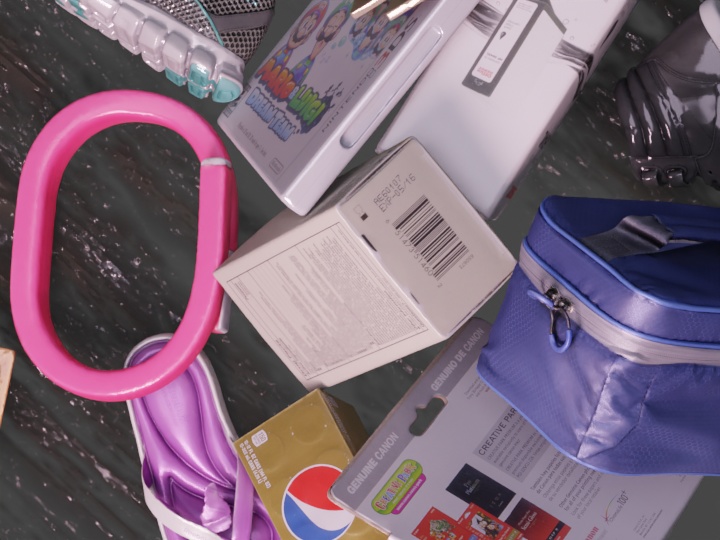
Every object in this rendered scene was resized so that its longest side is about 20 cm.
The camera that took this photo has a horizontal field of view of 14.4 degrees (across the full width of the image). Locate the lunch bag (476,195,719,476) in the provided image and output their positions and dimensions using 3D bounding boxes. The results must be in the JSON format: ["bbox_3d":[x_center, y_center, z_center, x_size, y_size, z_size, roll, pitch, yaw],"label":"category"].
[{"bbox_3d":[0.170,0.028,1.616,0.136,0.199,0.133,42,119,43],"label":"lunch bag"}]

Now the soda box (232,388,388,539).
[{"bbox_3d":[0.002,0.176,1.740,0.068,0.064,0.201,-33,68,11],"label":"soda box"}]

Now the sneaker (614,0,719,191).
[{"bbox_3d":[0.229,-0.059,1.745,0.099,0.071,0.201,-31,90,22],"label":"sneaker"}]

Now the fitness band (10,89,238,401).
[{"bbox_3d":[-0.151,-0.017,1.802,0.143,0.037,0.201,1,79,13],"label":"fitness band"}]

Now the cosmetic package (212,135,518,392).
[{"bbox_3d":[0.000,0.000,1.695,0.073,0.200,0.104,-43,98,-24],"label":"cosmetic package"}]

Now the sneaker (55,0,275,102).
[{"bbox_3d":[-0.140,-0.192,1.813,0.200,0.078,0.091,34,77,6],"label":"sneaker"}]

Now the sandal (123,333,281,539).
[{"bbox_3d":[-0.101,0.137,1.792,0.082,0.050,0.203,-29,81,7],"label":"sandal"}]

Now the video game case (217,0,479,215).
[{"bbox_3d":[-0.006,-0.133,1.724,0.024,0.200,0.182,37,94,-21],"label":"video game case"}]

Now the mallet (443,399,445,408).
[{"bbox_3d":[0.058,0.175,1.774,0.066,0.041,0.201,14,86,13],"label":"mallet"}]

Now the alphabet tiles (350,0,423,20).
[{"bbox_3d":[0.070,-0.221,1.687,0.166,0.200,0.006,-29,114,27],"label":"alphabet tiles"}]

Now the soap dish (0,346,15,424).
[{"bbox_3d":[-0.325,0.108,1.815,0.199,0.081,0.158,11,89,9],"label":"soap dish"}]

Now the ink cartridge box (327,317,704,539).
[{"bbox_3d":[0.085,0.147,1.686,0.175,0.200,0.084,33,133,10],"label":"ink cartridge box"}]

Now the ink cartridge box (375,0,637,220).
[{"bbox_3d":[0.099,-0.133,1.723,0.084,0.146,0.200,32,93,4],"label":"ink cartridge box"}]
